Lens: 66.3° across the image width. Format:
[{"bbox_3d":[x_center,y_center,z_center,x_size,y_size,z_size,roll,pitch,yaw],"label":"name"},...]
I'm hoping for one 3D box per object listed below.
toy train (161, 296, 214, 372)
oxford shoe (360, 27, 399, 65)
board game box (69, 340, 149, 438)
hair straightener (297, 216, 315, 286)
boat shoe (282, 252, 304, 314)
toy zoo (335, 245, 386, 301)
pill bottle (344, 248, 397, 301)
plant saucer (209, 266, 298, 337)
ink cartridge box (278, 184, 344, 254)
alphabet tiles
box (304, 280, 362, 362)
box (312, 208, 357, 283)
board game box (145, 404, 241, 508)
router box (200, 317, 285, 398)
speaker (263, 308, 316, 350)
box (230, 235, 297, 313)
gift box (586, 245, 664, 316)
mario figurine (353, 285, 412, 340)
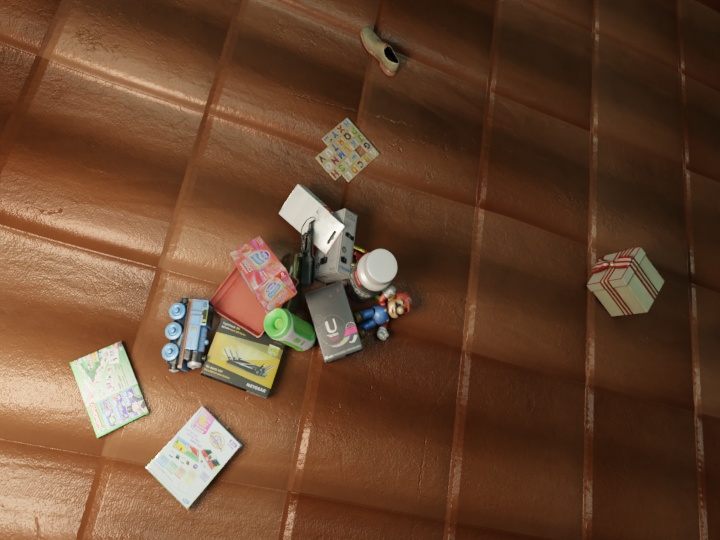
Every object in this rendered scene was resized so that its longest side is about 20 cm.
[{"bbox_3d":[-0.459,0.171,1.476,0.110,0.087,0.207,4,72,1],"label":"toy train"},{"bbox_3d":[0.076,-0.800,1.973,0.070,0.075,0.201,-39,89,-24],"label":"oxford shoe"},{"bbox_3d":[-0.643,0.303,1.414,0.132,0.029,0.205,-22,83,-23],"label":"board game box"},{"bbox_3d":[-0.153,-0.054,1.612,0.040,0.077,0.207,9,97,16],"label":"hair straightener"},{"bbox_3d":[-0.212,0.048,1.629,0.065,0.072,0.207,3,76,16],"label":"boat shoe"},{"bbox_3d":[0.000,0.000,1.737,0.195,0.020,0.135,24,68,-11],"label":"toy zoo"},{"bbox_3d":[0.030,0.014,1.622,0.110,0.200,0.118,5,72,-17],"label":"pill bottle"},{"bbox_3d":[-0.302,0.072,1.565,0.196,0.037,0.202,26,66,19],"label":"plant saucer"},{"bbox_3d":[-0.141,-0.154,1.667,0.199,0.050,0.110,41,104,10],"label":"ink cartridge box"},{"bbox_3d":[-0.053,-0.396,1.845,0.168,0.008,0.200,47,65,-2],"label":"alphabet tiles"},{"bbox_3d":[-0.076,0.152,1.602,0.119,0.106,0.206,-19,80,-3],"label":"box"},{"bbox_3d":[-0.077,-0.074,1.674,0.059,0.115,0.206,23,64,-41],"label":"box"},{"bbox_3d":[-0.430,0.481,1.430,0.153,0.040,0.200,44,65,-2],"label":"board game box"},{"bbox_3d":[-0.324,0.244,1.532,0.195,0.052,0.161,22,68,-12],"label":"router box"},{"bbox_3d":[-0.191,0.165,1.521,0.086,0.200,0.091,-6,70,17],"label":"speaker"},{"bbox_3d":[-0.263,0.007,1.490,0.101,0.096,0.200,-31,41,-13],"label":"box"},{"bbox_3d":[0.947,0.027,1.985,0.187,0.183,0.201,47,61,-10],"label":"gift box"},{"bbox_3d":[0.077,0.130,1.673,0.196,0.125,0.107,-25,59,-19],"label":"mario figurine"}]
